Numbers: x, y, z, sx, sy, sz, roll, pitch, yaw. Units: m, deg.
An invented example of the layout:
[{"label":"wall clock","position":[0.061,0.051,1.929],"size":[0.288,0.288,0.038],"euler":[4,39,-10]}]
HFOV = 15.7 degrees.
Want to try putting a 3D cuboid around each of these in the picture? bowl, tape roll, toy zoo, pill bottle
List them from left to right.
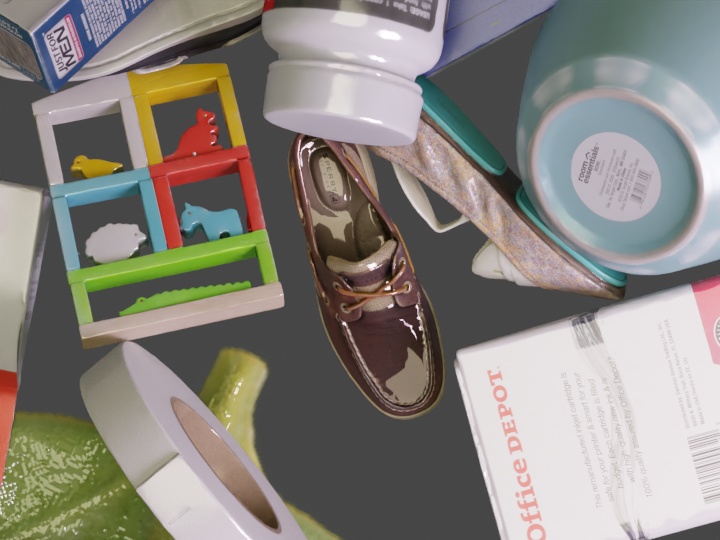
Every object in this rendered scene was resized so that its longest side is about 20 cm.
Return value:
[{"label":"toy zoo","position":[-0.133,-0.056,1.657],"size":[0.131,0.020,0.201],"euler":[-11,67,-6]},{"label":"tape roll","position":[-0.096,0.130,1.601],"size":[0.037,0.203,0.203],"euler":[-39,87,4]},{"label":"pill bottle","position":[0.001,-0.184,1.597],"size":[0.113,0.114,0.201],"euler":[9,84,5]},{"label":"bowl","position":[0.174,-0.078,1.576],"size":[0.200,0.105,0.202],"euler":[13,121,23]}]

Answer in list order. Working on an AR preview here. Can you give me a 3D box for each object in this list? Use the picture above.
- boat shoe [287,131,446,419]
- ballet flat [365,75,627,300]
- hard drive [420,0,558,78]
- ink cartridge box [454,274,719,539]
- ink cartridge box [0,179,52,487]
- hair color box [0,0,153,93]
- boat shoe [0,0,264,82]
[{"label":"boat shoe","position":[0.000,0.000,1.655],"size":[0.072,0.072,0.201],"euler":[-17,89,5]},{"label":"ballet flat","position":[0.082,-0.038,1.658],"size":[0.200,0.068,0.067],"euler":[45,114,5]},{"label":"hard drive","position":[0.046,-0.239,1.673],"size":[0.132,0.025,0.201],"euler":[-28,88,5]},{"label":"ink cartridge box","position":[0.172,0.093,1.634],"size":[0.199,0.084,0.145],"euler":[-16,89,4]},{"label":"ink cartridge box","position":[-0.296,0.031,1.697],"size":[0.162,0.057,0.201],"euler":[10,87,5]},{"label":"hair color box","position":[-0.163,-0.212,1.621],"size":[0.100,0.061,0.200],"euler":[32,65,28]},{"label":"boat shoe","position":[-0.143,-0.161,1.665],"size":[0.199,0.060,0.074],"euler":[-20,76,-3]}]
